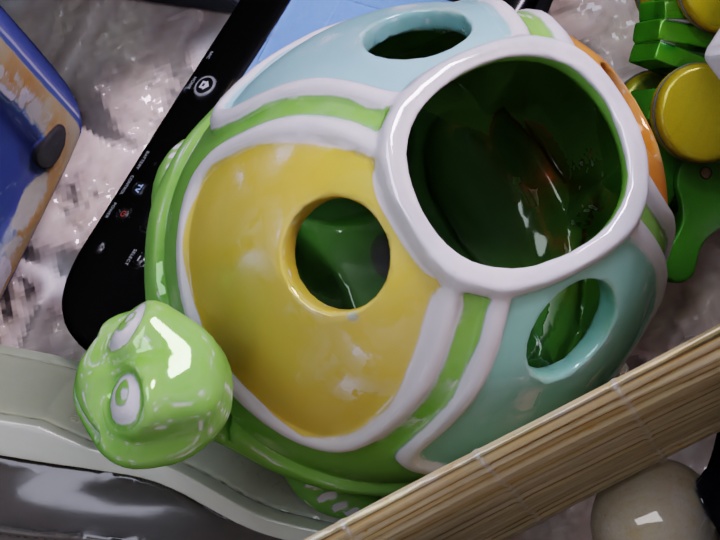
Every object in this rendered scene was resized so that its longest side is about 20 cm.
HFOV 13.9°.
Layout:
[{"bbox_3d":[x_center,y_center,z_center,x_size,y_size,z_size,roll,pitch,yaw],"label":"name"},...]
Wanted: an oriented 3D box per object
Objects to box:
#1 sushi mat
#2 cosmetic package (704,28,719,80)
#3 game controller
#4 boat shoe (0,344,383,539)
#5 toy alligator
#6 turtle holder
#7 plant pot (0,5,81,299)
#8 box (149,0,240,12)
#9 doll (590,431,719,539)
[{"bbox_3d":[0.041,0.063,0.831,0.199,0.096,0.012,-28,73,7],"label":"sushi mat"},{"bbox_3d":[0.186,-0.094,0.798,0.071,0.102,0.200,-6,40,50],"label":"cosmetic package"},{"bbox_3d":[-0.015,-0.046,0.962,0.104,0.042,0.201,21,68,26],"label":"game controller"},{"bbox_3d":[-0.054,0.076,0.930,0.200,0.072,0.061,14,114,14],"label":"boat shoe"},{"bbox_3d":[0.109,-0.039,0.919,0.054,0.059,0.201,10,90,-10],"label":"toy alligator"},{"bbox_3d":[0.002,-0.011,0.838,0.185,0.132,0.142,1,74,-21],"label":"turtle holder"},{"bbox_3d":[-0.215,-0.038,0.969,0.179,0.200,0.201,21,77,20],"label":"plant pot"},{"bbox_3d":[-0.136,-0.153,0.976,0.157,0.200,0.051,11,76,25],"label":"box"},{"bbox_3d":[0.160,0.056,0.855,0.199,0.049,0.137,-13,46,19],"label":"doll"}]
